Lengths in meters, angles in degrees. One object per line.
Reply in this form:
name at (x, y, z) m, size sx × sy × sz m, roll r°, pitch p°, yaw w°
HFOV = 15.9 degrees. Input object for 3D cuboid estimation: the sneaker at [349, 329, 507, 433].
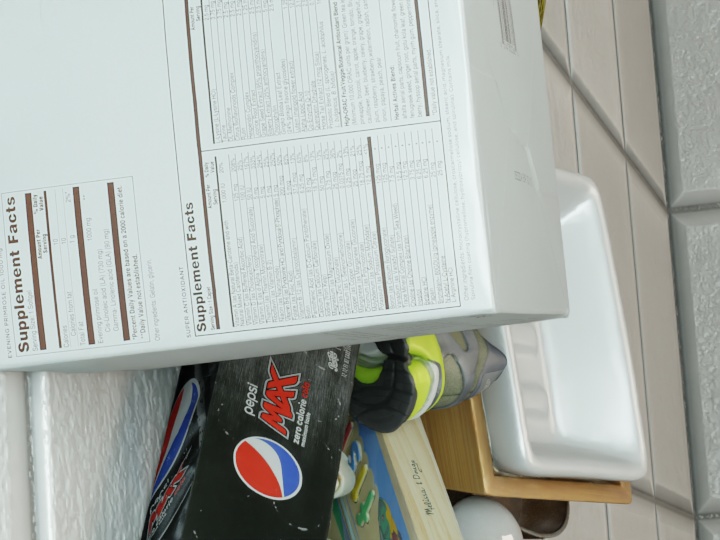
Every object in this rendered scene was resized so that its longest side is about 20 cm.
sneaker at (0.000, 0.000, 1.291) m, size 0.081 × 0.074 × 0.201 m, roll 1°, pitch 46°, yaw -40°

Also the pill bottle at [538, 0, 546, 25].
pill bottle at (0.044, -0.132, 1.421) m, size 0.200 × 0.111 × 0.113 m, roll -74°, pitch 155°, yaw -64°

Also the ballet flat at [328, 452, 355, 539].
ballet flat at (-0.032, 0.126, 1.256) m, size 0.073 × 0.072 × 0.202 m, roll -3°, pitch 86°, yaw -77°

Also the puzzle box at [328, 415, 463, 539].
puzzle box at (0.010, 0.147, 1.272) m, size 0.201 × 0.025 × 0.134 m, roll -110°, pitch -151°, yaw -45°

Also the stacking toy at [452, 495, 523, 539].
stacking toy at (0.080, 0.215, 1.422) m, size 0.146 × 0.145 × 0.201 m, roll 60°, pitch 18°, yaw -61°

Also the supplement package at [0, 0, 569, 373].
supplement package at (-0.033, -0.042, 1.042) m, size 0.191 × 0.198 × 0.148 m, roll 8°, pitch 76°, yaw -77°

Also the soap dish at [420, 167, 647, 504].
soap dish at (0.085, 0.036, 1.475) m, size 0.157 × 0.081 × 0.202 m, roll 9°, pitch 68°, yaw -54°

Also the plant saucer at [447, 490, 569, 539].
plant saucer at (0.053, 0.084, 1.566) m, size 0.200 × 0.032 × 0.201 m, roll 45°, pitch 19°, yaw -21°

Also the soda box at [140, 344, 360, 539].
soda box at (-0.050, 0.081, 1.157) m, size 0.063 × 0.070 × 0.201 m, roll -54°, pitch -163°, yaw 38°
